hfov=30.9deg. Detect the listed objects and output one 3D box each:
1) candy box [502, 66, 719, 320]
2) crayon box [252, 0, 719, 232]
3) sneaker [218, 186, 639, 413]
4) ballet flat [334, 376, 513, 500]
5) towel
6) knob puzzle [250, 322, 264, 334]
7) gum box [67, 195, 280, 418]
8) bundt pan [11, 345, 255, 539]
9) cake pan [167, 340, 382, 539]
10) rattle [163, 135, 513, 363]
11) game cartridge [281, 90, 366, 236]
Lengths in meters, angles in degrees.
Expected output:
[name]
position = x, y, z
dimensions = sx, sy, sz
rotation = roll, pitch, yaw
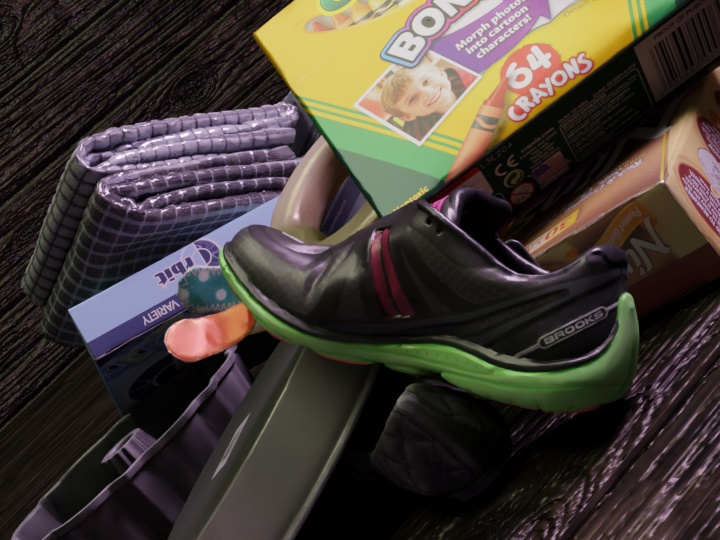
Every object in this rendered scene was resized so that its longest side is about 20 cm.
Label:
[candy box]
position = 0.139, -0.042, 0.653
dimensions = 0.115, 0.055, 0.200
rotation = -34, 11, 36
[crayon box]
position = 0.066, -0.121, 0.661
dimensions = 0.200, 0.058, 0.173
rotation = -37, 51, 4
[sneaker]
position = 0.029, 0.003, 0.567
dimensions = 0.199, 0.084, 0.077
rotation = 12, 5, 28
[ballet flat]
position = 0.016, 0.070, 0.633
dimensions = 0.066, 0.057, 0.200
rotation = -48, 10, -14
[towel]
position = -0.132, -0.028, 0.957
dimensions = 0.200, 0.086, 0.166
rotation = -13, -32, -37
[knob puzzle]
position = 0.023, -0.010, 0.867
dimensions = 0.219, 0.031, 0.220
rotation = -20, 4, 1
[gum box]
position = -0.114, 0.038, 0.953
dimensions = 0.170, 0.045, 0.200
rotation = -29, -17, -12
[bundt pan]
position = -0.133, 0.141, 0.857
dimensions = 0.202, 0.076, 0.202
rotation = -41, 10, 9
[cake pan]
position = -0.050, 0.097, 0.670
dimensions = 0.201, 0.037, 0.200
rotation = -58, 7, 11
[rattle]
position = 0.000, 0.000, 0.770
dimensions = 0.200, 0.143, 0.130
rotation = -52, 46, 8
[game cartridge]
position = -0.030, -0.060, 1.015
dimensions = 0.041, 0.133, 0.200
rotation = -28, -20, -35
